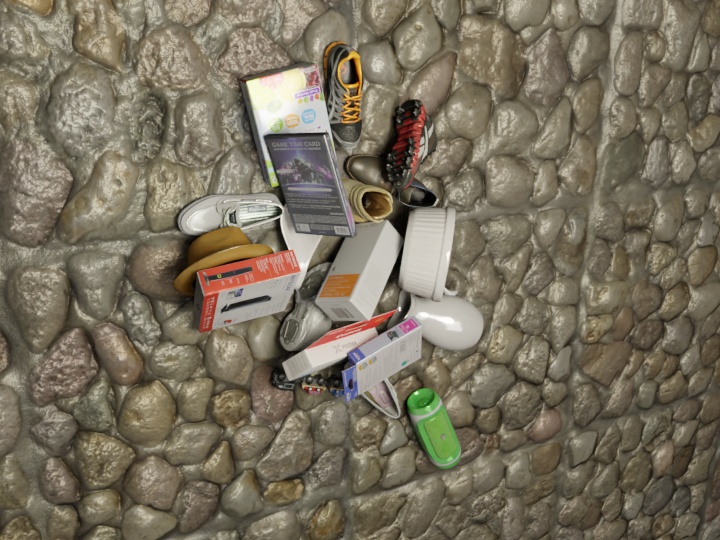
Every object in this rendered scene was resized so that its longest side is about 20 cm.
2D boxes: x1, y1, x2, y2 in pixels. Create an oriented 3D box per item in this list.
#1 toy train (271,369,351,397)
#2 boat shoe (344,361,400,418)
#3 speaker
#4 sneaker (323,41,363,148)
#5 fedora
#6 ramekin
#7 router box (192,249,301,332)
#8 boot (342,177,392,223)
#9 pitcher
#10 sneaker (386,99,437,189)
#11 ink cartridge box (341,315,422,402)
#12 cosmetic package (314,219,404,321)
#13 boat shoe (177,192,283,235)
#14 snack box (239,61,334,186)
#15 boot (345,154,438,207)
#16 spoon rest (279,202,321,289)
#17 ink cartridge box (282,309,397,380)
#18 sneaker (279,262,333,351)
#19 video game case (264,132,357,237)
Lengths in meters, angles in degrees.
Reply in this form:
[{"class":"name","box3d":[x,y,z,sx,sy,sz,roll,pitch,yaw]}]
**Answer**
[{"class":"toy train","box3d":[-0.101,0.250,1.498,0.199,0.034,0.046,11,105,-28]},{"class":"boat shoe","box3d":[0.032,0.259,1.530,0.074,0.065,0.202,-34,131,-1]},{"class":"speaker","box3d":[0.178,0.381,1.650,0.088,0.088,0.201,-31,118,-14]},{"class":"sneaker","box3d":[-0.028,-0.331,1.313,0.078,0.077,0.201,-17,115,-22]},{"class":"fedora","box3d":[-0.259,-0.023,1.275,0.200,0.201,0.082,-14,72,-21]},{"class":"ramekin","box3d":[0.135,-0.039,1.429,0.094,0.202,0.203,9,105,4]},{"class":"router box","box3d":[-0.217,0.041,1.287,0.179,0.200,0.049,-14,71,-21]},{"class":"boot","box3d":[0.004,-0.128,1.329,0.200,0.155,0.073,31,82,-53]},{"class":"pitcher","box3d":[0.176,0.084,1.541,0.199,0.121,0.172,16,84,-18]},{"class":"sneaker","box3d":[0.109,-0.242,1.381,0.098,0.071,0.201,36,57,-41]},{"class":"ink cartridge box","box3d":[0.040,0.185,1.432,0.200,0.042,0.120,-30,144,-21]},{"class":"cosmetic package","box3d":[0.000,0.000,1.374,0.071,0.101,0.201,48,53,-35]},{"class":"boat shoe","box3d":[-0.241,-0.109,1.289,0.199,0.067,0.074,-18,114,-20]},{"class":"snack box","box3d":[-0.132,-0.275,1.294,0.142,0.053,0.201,-19,116,-18]},{"class":"boot","box3d":[0.070,-0.182,1.399,0.199,0.097,0.075,18,98,-30]},{"class":"spoon rest","box3d":[-0.122,-0.053,1.371,0.099,0.061,0.201,4,106,-27]},{"class":"ink cartridge box","box3d":[-0.034,0.152,1.394,0.199,0.176,0.045,-14,75,-43]},{"class":"sneaker","box3d":[-0.091,0.079,1.433,0.099,0.078,0.201,23,95,-48]},{"class":"video game case","box3d":[-0.090,-0.154,1.254,0.019,0.142,0.201,-43,128,-42]}]
